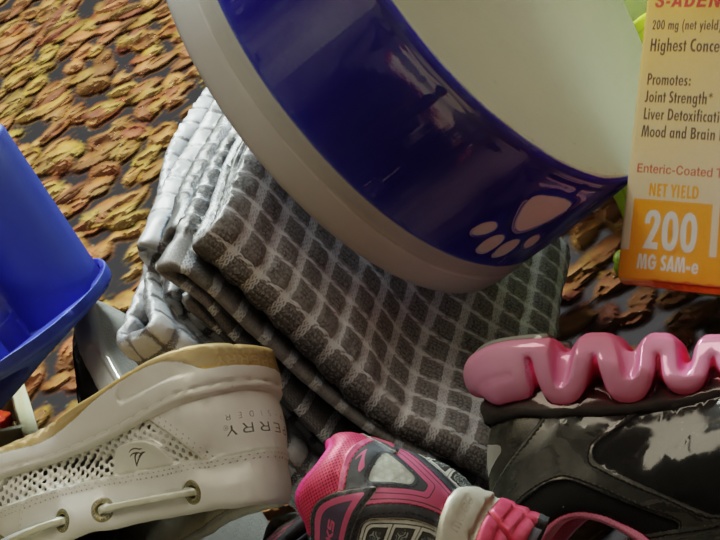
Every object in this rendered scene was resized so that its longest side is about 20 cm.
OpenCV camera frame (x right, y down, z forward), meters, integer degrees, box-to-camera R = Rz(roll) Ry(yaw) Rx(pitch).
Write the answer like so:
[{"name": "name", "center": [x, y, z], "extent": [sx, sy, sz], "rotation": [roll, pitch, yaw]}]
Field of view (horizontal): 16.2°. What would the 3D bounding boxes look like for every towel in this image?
[{"name": "towel", "center": [0.000, 0.000, 0.980], "extent": [0.085, 0.166, 0.200], "rotation": [-34, 22, 29]}]

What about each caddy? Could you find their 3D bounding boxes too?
[{"name": "caddy", "center": [-0.190, 0.025, 1.025], "extent": [0.200, 0.105, 0.141], "rotation": [-17, 19, 46]}]

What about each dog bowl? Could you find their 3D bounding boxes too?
[{"name": "dog bowl", "center": [0.020, -0.096, 0.949], "extent": [0.079, 0.200, 0.200], "rotation": [-36, 22, 29]}]

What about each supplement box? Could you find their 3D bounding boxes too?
[{"name": "supplement box", "center": [0.169, -0.087, 0.896], "extent": [0.126, 0.201, 0.073], "rotation": [6, 0, 44]}]

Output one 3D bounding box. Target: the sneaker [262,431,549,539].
[{"name": "sneaker", "center": [-0.009, 0.116, 0.836], "extent": [0.081, 0.074, 0.200], "rotation": [-60, 2, -42]}]

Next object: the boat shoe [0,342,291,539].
[{"name": "boat shoe", "center": [-0.097, 0.093, 0.889], "extent": [0.200, 0.071, 0.070], "rotation": [-34, 64, 41]}]

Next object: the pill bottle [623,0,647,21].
[{"name": "pill bottle", "center": [0.083, -0.116, 1.146], "extent": [0.109, 0.110, 0.200], "rotation": [-32, 20, -4]}]

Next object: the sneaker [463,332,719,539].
[{"name": "sneaker", "center": [0.133, 0.068, 0.871], "extent": [0.199, 0.079, 0.096], "rotation": [-2, 81, 18]}]

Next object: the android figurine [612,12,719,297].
[{"name": "android figurine", "center": [0.164, -0.067, 0.977], "extent": [0.200, 0.041, 0.183], "rotation": [-34, 65, 36]}]

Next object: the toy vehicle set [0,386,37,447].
[{"name": "toy vehicle set", "center": [-0.203, 0.084, 1.106], "extent": [0.124, 0.027, 0.200], "rotation": [-12, 15, -10]}]

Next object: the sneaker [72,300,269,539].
[{"name": "sneaker", "center": [-0.098, 0.093, 0.996], "extent": [0.099, 0.071, 0.200], "rotation": [-50, 34, 15]}]
